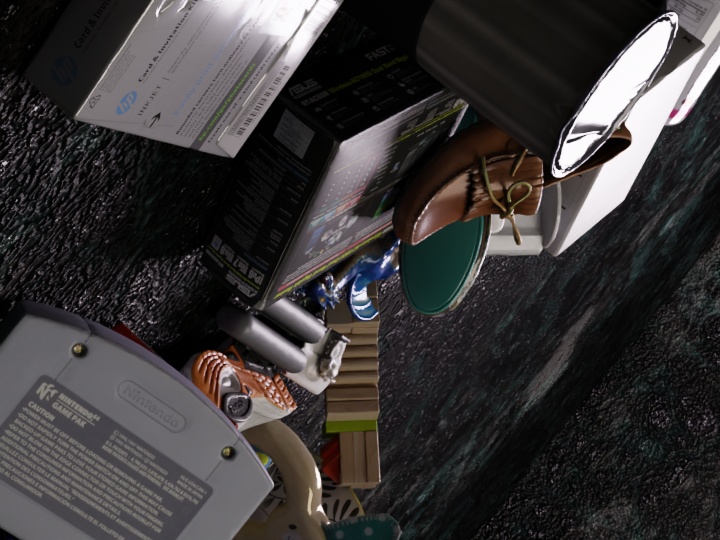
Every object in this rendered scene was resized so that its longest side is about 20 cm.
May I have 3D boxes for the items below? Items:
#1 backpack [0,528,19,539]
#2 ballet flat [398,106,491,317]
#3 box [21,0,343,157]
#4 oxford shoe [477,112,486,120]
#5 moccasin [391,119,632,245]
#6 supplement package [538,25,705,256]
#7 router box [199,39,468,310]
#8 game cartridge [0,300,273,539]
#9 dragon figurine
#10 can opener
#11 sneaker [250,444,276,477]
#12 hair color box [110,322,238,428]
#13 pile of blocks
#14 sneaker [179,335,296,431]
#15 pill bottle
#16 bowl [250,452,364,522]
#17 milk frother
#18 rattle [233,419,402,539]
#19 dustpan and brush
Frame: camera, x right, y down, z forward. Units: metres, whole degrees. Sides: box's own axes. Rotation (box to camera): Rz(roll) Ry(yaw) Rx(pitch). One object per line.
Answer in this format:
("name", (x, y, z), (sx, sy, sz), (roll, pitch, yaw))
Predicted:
("backpack", (-0.232, 0.285, 1.115), (0.162, 0.200, 0.168), (-43, 162, -31))
("ballet flat", (0.073, -0.065, 1.328), (0.072, 0.072, 0.201), (-14, 112, -65))
("box", (-0.075, -0.140, 0.897), (0.156, 0.041, 0.200), (-54, 165, 10))
("oxford shoe", (0.134, -0.186, 1.236), (0.070, 0.075, 0.200), (-29, 138, -49))
("moccasin", (0.111, -0.068, 1.241), (0.201, 0.078, 0.074), (-25, 153, -29))
("supplement package", (0.191, -0.137, 1.499), (0.121, 0.120, 0.200), (-36, 159, -39))
("router box", (-0.010, -0.076, 1.182), (0.200, 0.062, 0.150), (-32, 154, -51))
("game cartridge", (-0.154, 0.110, 1.018), (0.133, 0.200, 0.042), (-53, -153, -3))
("dragon figurine", (0.000, 0.000, 1.383), (0.099, 0.059, 0.200), (-50, 160, 4))
("can opener", (-0.062, 0.050, 1.334), (0.053, 0.066, 0.200), (-61, 157, -5))
("sneaker", (-0.129, 0.214, 1.485), (0.200, 0.071, 0.083), (-53, 158, -3))
("hair color box", (-0.159, 0.142, 1.165), (0.064, 0.111, 0.200), (-38, 160, -39))
("pile of blocks", (-0.018, 0.100, 1.508), (0.082, 0.062, 0.201), (-122, -149, -77))
("sneaker", (-0.118, 0.100, 1.295), (0.092, 0.076, 0.200), (-33, 171, 13))
("pill bottle", (0.301, -0.245, 1.580), (0.113, 0.113, 0.200), (-26, 151, -56))
("bowl", (-0.088, 0.268, 1.553), (0.094, 0.201, 0.201), (-3, 133, -44))
("milk frother", (0.104, -0.197, 0.994), (0.180, 0.188, 0.200), (-43, 162, -30))
("rattle", (-0.079, 0.202, 1.348), (0.130, 0.200, 0.143), (-50, 166, 15))
("dustpan and brush", (0.111, -0.101, 1.430), (0.139, 0.057, 0.201), (-1, 106, -17))
